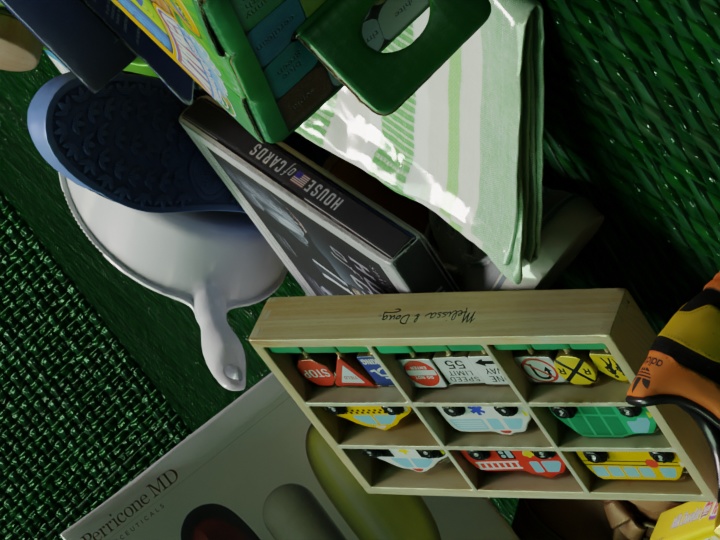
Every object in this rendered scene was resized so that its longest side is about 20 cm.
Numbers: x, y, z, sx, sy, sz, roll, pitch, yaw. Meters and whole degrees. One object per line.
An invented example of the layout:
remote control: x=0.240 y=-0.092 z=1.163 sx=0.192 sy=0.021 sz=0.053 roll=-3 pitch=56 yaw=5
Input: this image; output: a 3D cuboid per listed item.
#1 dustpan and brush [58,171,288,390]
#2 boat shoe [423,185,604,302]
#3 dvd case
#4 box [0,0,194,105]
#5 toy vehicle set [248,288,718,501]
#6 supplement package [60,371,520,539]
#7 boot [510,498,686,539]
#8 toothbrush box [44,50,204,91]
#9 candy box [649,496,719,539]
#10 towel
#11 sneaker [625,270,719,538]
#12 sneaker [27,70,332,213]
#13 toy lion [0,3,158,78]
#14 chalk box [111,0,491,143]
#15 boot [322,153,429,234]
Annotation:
dustpan and brush: x=-0.087 y=-0.004 z=1.411 sx=0.138 sy=0.058 sz=0.200 roll=8 pitch=-157 yaw=-23
boat shoe: x=0.061 y=-0.016 z=1.228 sx=0.071 sy=0.070 sz=0.201 roll=42 pitch=174 yaw=-1
dvd case: x=0.000 y=0.000 z=1.284 sx=0.200 sy=0.025 sz=0.151 roll=36 pitch=165 yaw=49
box: x=-0.148 y=-0.154 z=1.124 sx=0.200 sy=0.032 sz=0.121 roll=44 pitch=-162 yaw=-21
toy vehicle set: x=0.059 y=0.059 z=1.194 sx=0.199 sy=0.027 sz=0.124 roll=-2 pitch=139 yaw=37
supplement package: x=-0.026 y=0.162 z=1.364 sx=0.200 sy=0.191 sz=0.147 roll=52 pitch=172 yaw=1
boot: x=0.180 y=0.133 z=1.336 sx=0.199 sy=0.077 sz=0.156 roll=31 pitch=144 yaw=8
toothbrush box: x=-0.144 y=-0.166 z=1.501 sx=0.147 sy=0.085 sz=0.200 roll=54 pitch=169 yaw=-26
candy box: x=0.204 y=0.133 z=1.192 sx=0.102 sy=0.027 sz=0.200 roll=29 pitch=166 yaw=-1
towel: x=0.004 y=-0.097 z=1.130 sx=0.200 sy=0.023 sz=0.153 roll=36 pitch=145 yaw=34
sneaker: x=0.187 y=0.092 z=1.039 sx=0.200 sy=0.090 sz=0.070 roll=50 pitch=170 yaw=-9
sneaker: x=-0.106 y=-0.066 z=1.359 sx=0.078 sy=0.071 sz=0.199 roll=15 pitch=-179 yaw=45
toy lion: x=-0.104 y=-0.141 z=1.289 sx=0.190 sy=0.069 sz=0.200 roll=16 pitch=163 yaw=-5
chalk box: x=-0.039 y=-0.146 z=1.001 sx=0.200 sy=0.125 sz=0.124 roll=42 pitch=170 yaw=24
boot: x=0.068 y=0.018 z=1.384 sx=0.144 sy=0.071 sz=0.201 roll=27 pitch=161 yaw=47
